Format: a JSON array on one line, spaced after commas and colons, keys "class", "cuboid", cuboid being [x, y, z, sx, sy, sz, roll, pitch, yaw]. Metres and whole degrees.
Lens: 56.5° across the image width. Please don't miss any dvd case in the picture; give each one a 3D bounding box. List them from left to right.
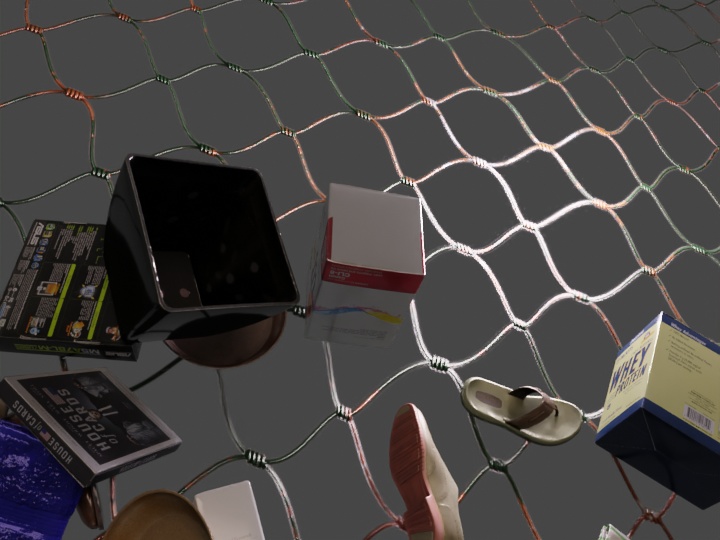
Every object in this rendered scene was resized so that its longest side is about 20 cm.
[{"class": "dvd case", "cuboid": [-0.310, 0.175, 0.788, 0.150, 0.200, 0.025, 40, 92, 11]}]

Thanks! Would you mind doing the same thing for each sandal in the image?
[{"class": "sandal", "cuboid": [0.251, 0.211, 1.025, 0.197, 0.058, 0.081, 16, 51, -7]}]

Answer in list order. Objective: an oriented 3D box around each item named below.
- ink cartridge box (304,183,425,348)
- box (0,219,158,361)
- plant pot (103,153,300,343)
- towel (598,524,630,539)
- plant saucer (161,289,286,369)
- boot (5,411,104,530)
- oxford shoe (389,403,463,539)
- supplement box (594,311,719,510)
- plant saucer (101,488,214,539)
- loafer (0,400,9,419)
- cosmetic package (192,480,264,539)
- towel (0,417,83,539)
[{"class": "ink cartridge box", "cuboid": [0.000, 0.000, 1.003, 0.141, 0.202, 0.148, 7, 51, -10]}, {"class": "box", "cuboid": [-0.385, 0.023, 0.933, 0.188, 0.048, 0.203, 5, 53, -6]}, {"class": "plant pot", "cuboid": [-0.227, -0.007, 0.866, 0.198, 0.177, 0.203, 0, 63, -46]}, {"class": "towel", "cuboid": [0.359, 0.468, 0.897, 0.151, 0.024, 0.200, 36, 51, 8]}, {"class": "plant saucer", "cuboid": [-0.208, 0.062, 0.991, 0.196, 0.035, 0.203, 10, 51, -12]}, {"class": "boot", "cuboid": [-0.412, 0.255, 0.762, 0.197, 0.065, 0.188, -22, 62, -29]}, {"class": "oxford shoe", "cuboid": [0.091, 0.284, 0.922, 0.073, 0.071, 0.204, 16, 52, -34]}, {"class": "supplement box", "cuboid": [0.509, 0.219, 1.059, 0.198, 0.135, 0.201, 31, 51, 5]}, {"class": "plant saucer", "cuboid": [-0.213, 0.342, 0.716, 0.035, 0.198, 0.203, 28, 34, -53]}, {"class": "loafer", "cuboid": [-0.484, 0.118, 0.803, 0.197, 0.077, 0.068, 20, 38, 20]}, {"class": "cosmetic package", "cuboid": [-0.140, 0.357, 0.754, 0.073, 0.102, 0.203, -8, 57, -26]}, {"class": "towel", "cuboid": [-0.388, 0.268, 0.711, 0.145, 0.050, 0.204, 20, 78, -7]}]
